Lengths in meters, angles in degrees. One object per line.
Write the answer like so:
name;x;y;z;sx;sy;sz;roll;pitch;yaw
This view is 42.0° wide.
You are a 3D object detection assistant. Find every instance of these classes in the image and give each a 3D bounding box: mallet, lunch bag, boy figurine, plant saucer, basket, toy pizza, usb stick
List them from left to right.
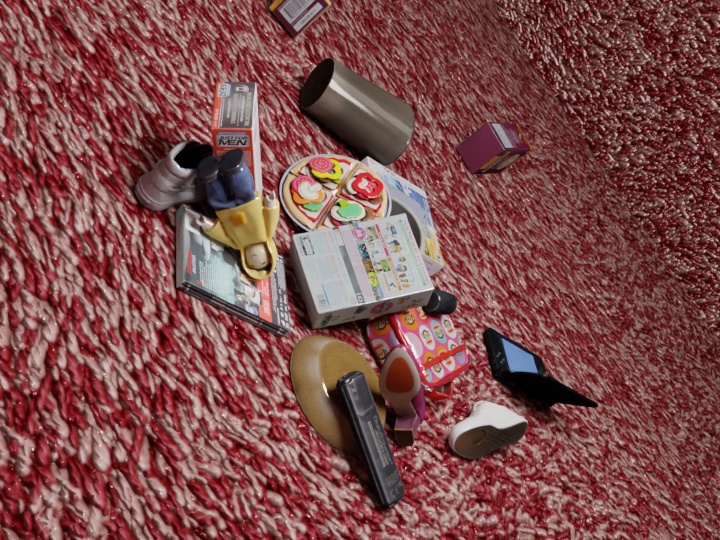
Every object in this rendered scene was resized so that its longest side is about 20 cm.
boy figurine;-0.173;-0.073;1.344;0.065;0.123;0.202;-96;171;-54
toy pizza;-0.041;-0.134;1.617;0.197;0.032;0.202;7;51;-9
plant saucer;-0.022;0.179;1.418;0.199;0.035;0.202;36;34;-29
basket;-0.011;-0.322;1.864;0.199;0.136;0.181;29;21;-30
usb stick;0.015;0.243;1.356;0.055;0.032;0.202;-27;99;-53
mallet;0.106;-0.004;1.650;0.065;0.041;0.201;19;35;-48
lunch bag;0.106;0.141;1.611;0.199;0.081;0.178;-16;78;-60

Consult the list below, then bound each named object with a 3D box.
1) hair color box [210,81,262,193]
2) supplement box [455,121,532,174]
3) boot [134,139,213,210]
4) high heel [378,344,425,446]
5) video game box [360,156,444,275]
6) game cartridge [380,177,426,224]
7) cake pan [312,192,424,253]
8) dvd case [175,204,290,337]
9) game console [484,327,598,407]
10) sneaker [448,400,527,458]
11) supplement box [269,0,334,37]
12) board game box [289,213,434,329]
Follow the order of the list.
hair color box;-0.181;-0.165;1.389;0.063;0.202;0.112;1;46;-3
supplement box;0.343;-0.312;2.393;0.199;0.110;0.086;-13;70;-58
boot;-0.240;-0.149;1.376;0.074;0.095;0.200;52;29;-2
high heel;0.068;0.172;1.452;0.097;0.066;0.202;-73;166;-51
video game box;0.076;-0.108;1.854;0.181;0.047;0.202;24;42;-39
game cartridge;0.040;-0.071;1.706;0.132;0.042;0.201;30;50;-9
cake pan;0.011;-0.056;1.613;0.197;0.037;0.202;6;51;-7
dvd case;-0.186;0.002;1.376;0.199;0.022;0.147;30;37;-39
game console;0.363;0.195;1.887;0.199;0.116;0.177;30;37;-37
sneaker;0.204;0.274;1.644;0.199;0.074;0.084;3;26;-48
supplement box;-0.104;-0.590;2.008;0.086;0.110;0.201;47;30;-13
board game box;0.000;0.000;1.502;0.197;0.065;0.149;-11;63;-16
